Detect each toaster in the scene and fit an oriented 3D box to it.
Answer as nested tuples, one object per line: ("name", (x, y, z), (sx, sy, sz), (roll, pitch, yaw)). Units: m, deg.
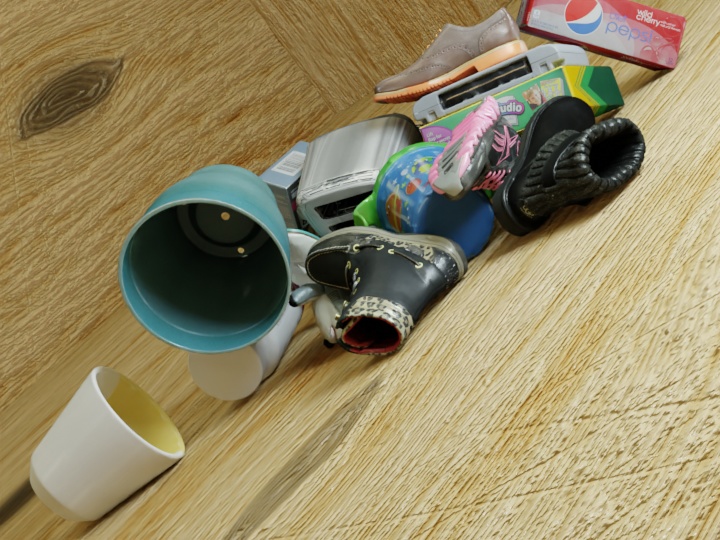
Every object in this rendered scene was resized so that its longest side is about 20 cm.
("toaster", (0.010, -0.115, 1.806), (0.200, 0.114, 0.129), (-14, 41, 30))

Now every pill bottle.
("pill bottle", (-0.146, 0.076, 1.798), (0.113, 0.113, 0.200), (-33, 14, 23))

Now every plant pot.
("plant pot", (-0.175, -0.033, 1.690), (0.200, 0.200, 0.188), (-34, 21, 19))

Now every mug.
("mug", (-0.307, 0.231, 1.715), (0.153, 0.187, 0.149), (-45, 42, 7))

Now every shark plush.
("shark plush", (0.000, 0.014, 1.676), (0.083, 0.091, 0.200), (-9, 32, 37))

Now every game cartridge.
("game cartridge", (0.175, -0.229, 1.736), (0.200, 0.042, 0.133), (-21, 1, 26))

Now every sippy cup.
("sippy cup", (0.092, -0.070, 1.626), (0.178, 0.140, 0.130), (-46, 21, 4))

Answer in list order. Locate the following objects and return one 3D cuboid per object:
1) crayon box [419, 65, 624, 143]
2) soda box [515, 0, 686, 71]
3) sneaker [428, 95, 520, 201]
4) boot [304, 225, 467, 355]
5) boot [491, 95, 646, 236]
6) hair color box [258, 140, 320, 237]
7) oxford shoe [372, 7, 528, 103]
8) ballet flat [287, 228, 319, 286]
("crayon box", (0.200, -0.189, 1.728), (0.200, 0.058, 0.173), (-21, -3, 30))
("soda box", (0.299, -0.306, 1.752), (0.063, 0.200, 0.070), (-154, 78, -79))
("sneaker", (0.140, -0.119, 1.551), (0.079, 0.095, 0.200), (-38, 10, 32))
("boot", (-0.001, 0.022, 1.536), (0.203, 0.074, 0.154), (1, 35, 33))
("boot", (0.237, -0.134, 1.493), (0.158, 0.079, 0.211), (-35, 22, 51))
("hair color box", (-0.070, -0.067, 1.953), (0.061, 0.200, 0.099), (19, 49, 36))
("oxford shoe", (0.103, -0.261, 1.737), (0.200, 0.073, 0.071), (-20, -3, 10))
("ballet flat", (-0.061, -0.003, 1.850), (0.069, 0.069, 0.200), (-37, -19, 6))
